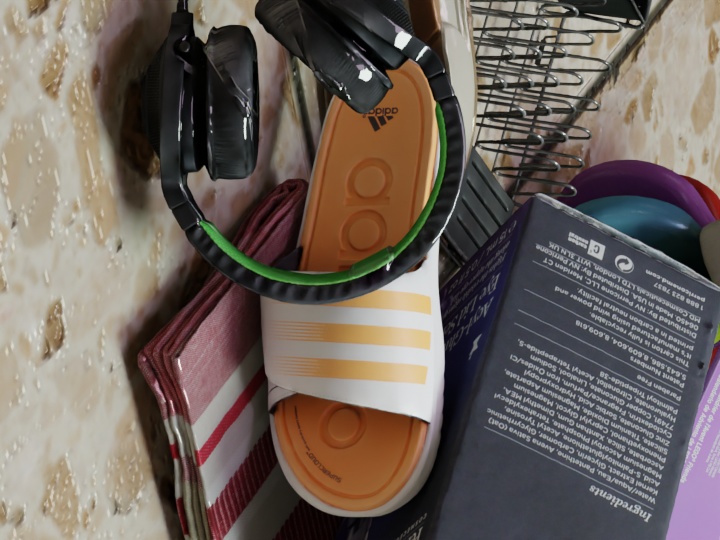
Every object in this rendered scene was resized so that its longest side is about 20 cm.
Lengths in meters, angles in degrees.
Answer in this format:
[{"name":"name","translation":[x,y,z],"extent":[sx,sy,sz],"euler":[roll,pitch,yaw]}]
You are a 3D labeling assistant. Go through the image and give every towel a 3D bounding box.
[{"name":"towel","translation":[-0.042,0.079,1.308],"extent":[0.144,0.023,0.200],"euler":[-53,141,-49]}]

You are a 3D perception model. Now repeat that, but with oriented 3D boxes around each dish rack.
[{"name":"dish rack","translation":[0.079,-0.101,1.473],"extent":[0.153,0.055,0.200],"euler":[49,52,-54]}]

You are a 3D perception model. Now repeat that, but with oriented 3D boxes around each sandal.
[{"name":"sandal","translation":[-0.008,0.000,1.258],"extent":[0.059,0.079,0.207],"euler":[38,52,-61]}]

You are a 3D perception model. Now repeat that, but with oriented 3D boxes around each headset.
[{"name":"headset","translation":[-0.037,-0.082,1.183],"extent":[0.200,0.123,0.094],"euler":[62,3,-2]}]

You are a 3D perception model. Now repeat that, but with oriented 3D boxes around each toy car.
[{"name":"toy car","translation":[0.160,0.012,1.572],"extent":[0.200,0.175,0.150],"euler":[6,55,-63]}]

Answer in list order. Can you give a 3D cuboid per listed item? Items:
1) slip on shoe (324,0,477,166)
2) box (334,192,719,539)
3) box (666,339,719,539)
[{"name":"slip on shoe","translation":[0.022,-0.124,1.339],"extent":[0.061,0.076,0.200],"euler":[-26,110,-52]},{"name":"box","translation":[0.066,0.094,1.318],"extent":[0.148,0.104,0.200],"euler":[-49,-162,52]},{"name":"box","translation":[0.123,0.137,1.396],"extent":[0.200,0.039,0.137],"euler":[-61,-172,-31]}]
